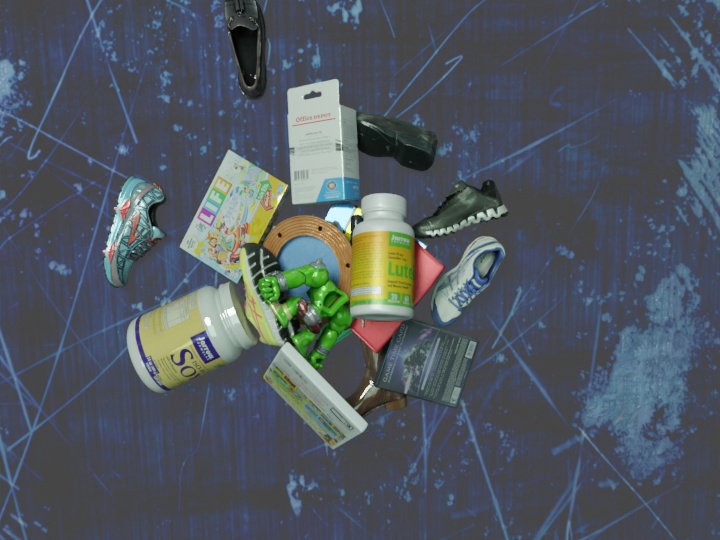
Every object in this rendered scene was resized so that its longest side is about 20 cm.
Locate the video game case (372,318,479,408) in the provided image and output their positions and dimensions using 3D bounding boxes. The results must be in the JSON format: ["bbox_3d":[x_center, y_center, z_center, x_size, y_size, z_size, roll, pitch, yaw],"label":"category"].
[{"bbox_3d":[0.132,0.180,1.091,0.196,0.019,0.146,19,92,-23],"label":"video game case"}]

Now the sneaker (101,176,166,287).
[{"bbox_3d":[-0.406,-0.062,1.011,0.093,0.079,0.205,14,96,-9],"label":"sneaker"}]

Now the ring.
[{"bbox_3d":[-0.096,0.001,1.021,0.195,0.019,0.206,3,102,17],"label":"ring"}]

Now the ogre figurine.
[{"bbox_3d":[-0.082,0.069,0.956,0.119,0.098,0.203,-34,102,-11],"label":"ogre figurine"}]

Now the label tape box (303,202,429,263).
[{"bbox_3d":[0.013,-0.029,1.054,0.197,0.063,0.147,29,95,9],"label":"label tape box"}]

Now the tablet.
[{"bbox_3d":[-0.117,-0.009,1.042,0.195,0.014,0.134,11,103,14],"label":"tablet"}]

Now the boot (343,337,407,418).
[{"bbox_3d":[0.004,0.180,1.086,0.181,0.064,0.206,-9,102,-17],"label":"boot"}]

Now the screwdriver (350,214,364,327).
[{"bbox_3d":[0.000,0.000,1.004,0.027,0.029,0.206,-2,83,-25],"label":"screwdriver"}]

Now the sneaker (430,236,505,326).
[{"bbox_3d":[0.204,0.023,1.074,0.074,0.088,0.203,30,95,-10],"label":"sneaker"}]

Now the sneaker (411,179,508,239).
[{"bbox_3d":[0.183,-0.122,1.066,0.195,0.066,0.093,-17,96,-7],"label":"sneaker"}]

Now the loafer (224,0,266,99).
[{"bbox_3d":[-0.202,-0.415,0.990,0.070,0.063,0.206,-8,98,-4],"label":"loafer"}]

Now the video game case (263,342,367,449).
[{"bbox_3d":[-0.089,0.236,1.019,0.200,0.182,0.023,44,58,4],"label":"video game case"}]

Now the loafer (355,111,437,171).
[{"bbox_3d":[0.051,-0.255,1.042,0.196,0.073,0.073,24,56,-1],"label":"loafer"}]

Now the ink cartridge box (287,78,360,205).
[{"bbox_3d":[-0.066,-0.224,0.998,0.113,0.067,0.206,-1,94,28],"label":"ink cartridge box"}]

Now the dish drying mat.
[{"bbox_3d":[0.064,0.049,1.004,0.076,0.018,0.201,40,98,11],"label":"dish drying mat"}]

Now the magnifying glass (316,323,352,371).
[{"bbox_3d":[-0.065,0.136,1.097,0.078,0.022,0.203,29,95,-8],"label":"magnifying glass"}]

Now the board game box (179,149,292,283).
[{"bbox_3d":[-0.231,-0.098,1.028,0.132,0.034,0.203,29,94,7],"label":"board game box"}]

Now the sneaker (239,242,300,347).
[{"bbox_3d":[-0.183,0.051,1.005,0.089,0.078,0.205,-9,103,36],"label":"sneaker"}]

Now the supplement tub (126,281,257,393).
[{"bbox_3d":[-0.302,0.118,1.009,0.196,0.145,0.148,-24,99,-1],"label":"supplement tub"}]

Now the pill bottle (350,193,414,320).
[{"bbox_3d":[0.039,-0.021,0.951,0.108,0.111,0.206,3,79,-5],"label":"pill bottle"}]
